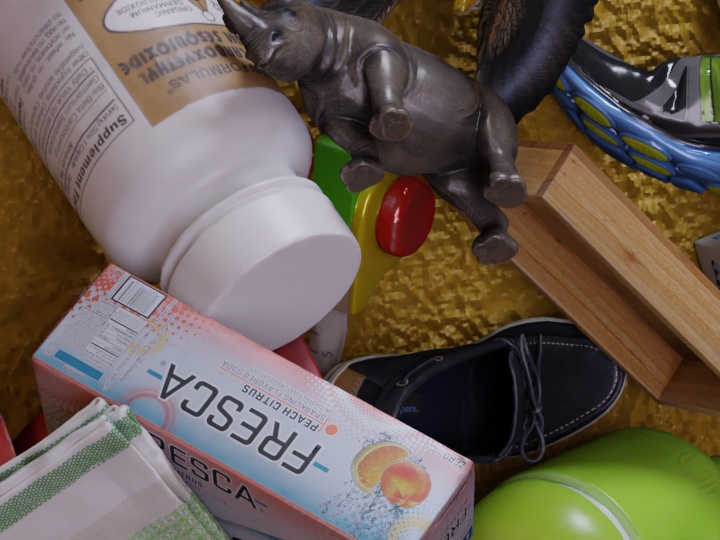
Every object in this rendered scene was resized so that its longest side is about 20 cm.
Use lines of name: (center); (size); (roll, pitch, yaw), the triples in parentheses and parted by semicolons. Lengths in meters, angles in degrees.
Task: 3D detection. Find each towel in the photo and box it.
towel: (-0.114, 0.163, 1.239); (0.149, 0.031, 0.200); (-32, 119, 9)

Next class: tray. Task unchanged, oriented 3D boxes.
tray: (0.133, 0.005, 1.411); (0.200, 0.099, 0.037); (41, 73, -30)

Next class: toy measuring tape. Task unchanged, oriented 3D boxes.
toy measuring tape: (0.000, 0.000, 1.433); (0.073, 0.074, 0.201); (-3, 115, -17)

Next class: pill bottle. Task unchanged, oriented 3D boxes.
pill bottle: (-0.088, -0.060, 1.310); (0.114, 0.114, 0.200); (-30, 63, -11)

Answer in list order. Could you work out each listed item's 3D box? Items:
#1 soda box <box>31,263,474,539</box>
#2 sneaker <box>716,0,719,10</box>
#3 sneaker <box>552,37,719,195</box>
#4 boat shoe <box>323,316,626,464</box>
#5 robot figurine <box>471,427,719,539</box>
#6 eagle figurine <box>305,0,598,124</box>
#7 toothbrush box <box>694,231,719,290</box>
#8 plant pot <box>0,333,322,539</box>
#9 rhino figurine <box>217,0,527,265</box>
soda box: (-0.048, 0.078, 1.226); (0.200, 0.069, 0.064); (28, 61, 19)
sneaker: (0.291, -0.130, 1.446); (0.130, 0.199, 0.080); (57, 41, -28)
sneaker: (0.189, -0.085, 1.444); (0.199, 0.071, 0.083); (18, 77, 14)
boat shoe: (0.069, 0.068, 1.439); (0.199, 0.062, 0.075); (-5, 100, -38)
robot figurine: (0.124, 0.151, 1.436); (0.200, 0.175, 0.116); (-19, 112, -51)
eagle figurine: (0.064, -0.165, 1.342); (0.151, 0.200, 0.152); (-24, 80, -34)
toothbrush box: (0.288, 0.010, 1.446); (0.145, 0.200, 0.086); (-21, 105, -14)
plant pot: (-0.096, 0.137, 1.345); (0.182, 0.200, 0.201); (-14, 102, -12)
rhino figurine: (0.003, -0.082, 1.288); (0.200, 0.088, 0.060); (31, 121, -34)
